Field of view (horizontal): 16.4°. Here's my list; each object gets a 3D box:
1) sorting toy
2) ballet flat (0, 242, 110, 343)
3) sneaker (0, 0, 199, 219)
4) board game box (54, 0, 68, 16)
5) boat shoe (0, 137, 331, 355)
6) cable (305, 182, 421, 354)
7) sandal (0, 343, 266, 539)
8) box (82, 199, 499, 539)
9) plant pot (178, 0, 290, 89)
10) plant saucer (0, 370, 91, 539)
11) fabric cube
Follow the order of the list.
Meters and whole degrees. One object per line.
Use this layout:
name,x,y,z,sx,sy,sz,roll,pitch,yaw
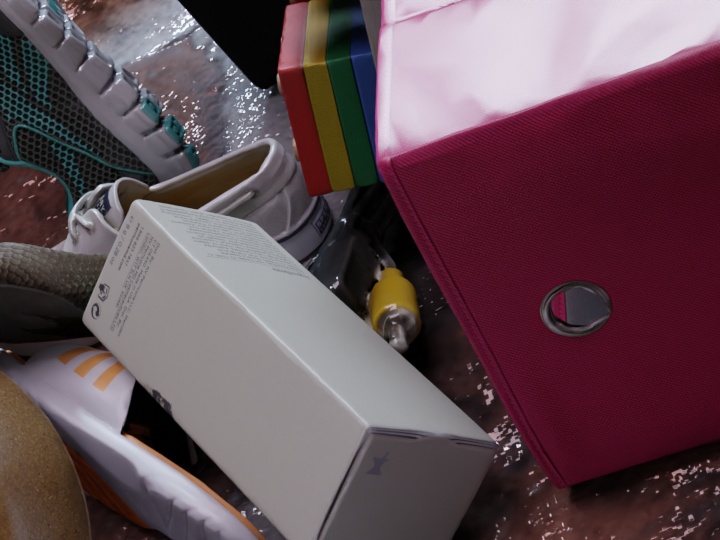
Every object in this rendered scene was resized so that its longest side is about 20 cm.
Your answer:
sorting toy,-0.008,-0.151,1.206,0.069,0.200,0.199,-9,32,8
ballet flat,-0.131,0.006,1.179,0.067,0.200,0.046,-29,64,47
sneaker,-0.182,-0.097,1.336,0.091,0.200,0.078,-44,12,5
board game box,-0.241,-0.138,1.467,0.200,0.135,0.034,9,52,43
boat shoe,-0.118,-0.017,1.285,0.200,0.070,0.071,-18,38,19
cable,0.000,0.000,1.221,0.097,0.050,0.200,-30,20,29
sandal,-0.092,0.081,1.150,0.059,0.079,0.207,-44,45,-19
box,-0.035,0.048,1.092,0.200,0.082,0.068,43,113,44
plant pot,-0.026,-0.258,1.364,0.177,0.200,0.200,-23,34,33
plant saucer,-0.220,0.125,1.096,0.200,0.200,0.035,-29,-3,4
fabric cube,0.136,-0.061,1.040,0.199,0.196,0.200,-18,37,16
